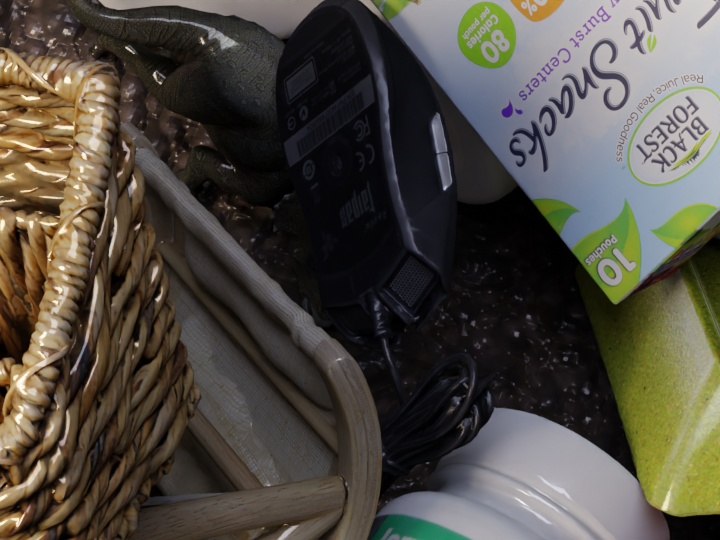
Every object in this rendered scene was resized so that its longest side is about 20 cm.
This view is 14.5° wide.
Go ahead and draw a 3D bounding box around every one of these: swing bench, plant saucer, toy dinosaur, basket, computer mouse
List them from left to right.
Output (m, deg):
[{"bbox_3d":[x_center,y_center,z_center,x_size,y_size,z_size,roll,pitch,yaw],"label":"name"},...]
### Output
[{"bbox_3d":[-0.174,0.022,0.929,0.200,0.149,0.143,6,41,22],"label":"basket"},{"bbox_3d":[-0.116,0.069,1.080,0.200,0.130,0.199,-24,37,-16],"label":"swing bench"},{"bbox_3d":[-0.051,-0.072,1.192,0.102,0.200,0.077,2,41,43],"label":"toy dinosaur"},{"bbox_3d":[0.000,0.000,1.129,0.046,0.140,0.200,2,60,-35],"label":"computer mouse"},{"bbox_3d":[0.198,0.018,1.139,0.200,0.048,0.200,-5,29,-3],"label":"plant saucer"}]

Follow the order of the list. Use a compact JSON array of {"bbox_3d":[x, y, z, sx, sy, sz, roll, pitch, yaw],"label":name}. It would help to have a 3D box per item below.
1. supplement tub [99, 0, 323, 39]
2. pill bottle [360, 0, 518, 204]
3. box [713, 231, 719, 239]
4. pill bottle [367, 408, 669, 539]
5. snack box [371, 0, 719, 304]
[{"bbox_3d":[-0.060,-0.218,1.260,0.145,0.145,0.200,-4,63,-3],"label":"supplement tub"},{"bbox_3d":[0.094,-0.127,1.235,0.200,0.110,0.110,-39,69,-19],"label":"pill bottle"},{"bbox_3d":[0.190,-0.056,1.129,0.200,0.095,0.078,23,36,36],"label":"box"},{"bbox_3d":[0.029,0.158,1.082,0.113,0.113,0.200,30,65,14],"label":"pill bottle"},{"bbox_3d":[0.091,-0.109,1.093,0.200,0.142,0.053,52,38,11],"label":"snack box"}]
